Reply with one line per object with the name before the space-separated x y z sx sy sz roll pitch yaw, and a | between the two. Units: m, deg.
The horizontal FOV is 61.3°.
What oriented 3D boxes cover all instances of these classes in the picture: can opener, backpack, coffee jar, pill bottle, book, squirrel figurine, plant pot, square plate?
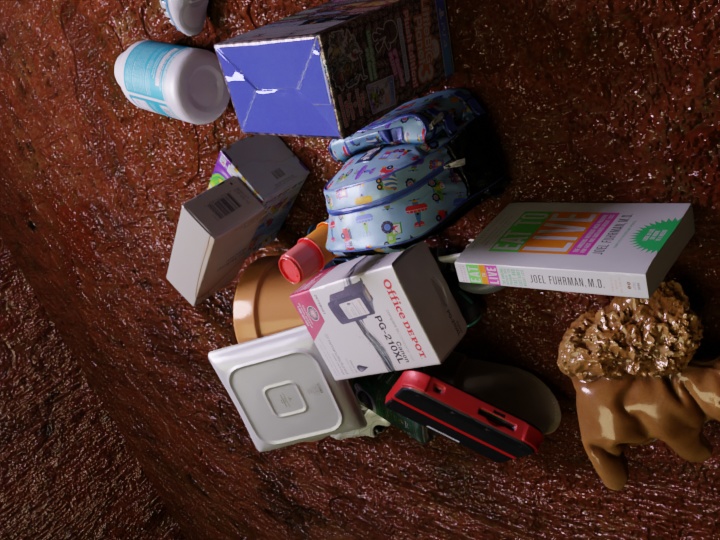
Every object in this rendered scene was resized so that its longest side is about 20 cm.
can opener | 0.107 -0.002 0.808 0.199 0.052 0.067 -4 82 51
backpack | 0.040 -0.103 0.688 0.182 0.200 0.136 -1 119 48
coffee jar | 0.047 0.197 1.015 0.199 0.085 0.105 24 142 32
pill bottle | -0.308 -0.305 0.969 0.199 0.111 0.112 23 134 33
book | 0.214 -0.022 0.622 0.199 0.133 0.048 4 122 44
squirrel figurine | 0.315 0.106 0.621 0.186 0.141 0.201 -22 105 45
plant pot | -0.088 0.069 0.988 0.139 0.200 0.202 -7 116 29
square plate | -0.113 0.190 0.938 0.196 0.029 0.201 -16 112 15

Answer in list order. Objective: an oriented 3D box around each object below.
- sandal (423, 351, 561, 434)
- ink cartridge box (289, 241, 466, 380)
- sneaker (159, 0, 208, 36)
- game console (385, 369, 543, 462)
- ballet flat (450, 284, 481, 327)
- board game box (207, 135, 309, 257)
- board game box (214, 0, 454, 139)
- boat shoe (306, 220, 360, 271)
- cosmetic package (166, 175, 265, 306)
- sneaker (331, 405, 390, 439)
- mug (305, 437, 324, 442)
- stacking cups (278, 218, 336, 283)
sandal | 0.193 0.174 0.874 0.210 0.078 0.070 20 165 34
ink cartridge box | 0.022 0.058 0.825 0.199 0.084 0.146 -18 105 42
sneaker | -0.222 -0.410 0.830 0.086 0.075 0.201 32 139 16
game console | 0.136 0.204 0.839 0.199 0.031 0.177 26 158 4
ballet flat | 0.089 0.071 0.885 0.073 0.073 0.200 54 137 -3
board game box | -0.180 -0.116 0.989 0.103 0.105 0.200 47 142 6
board game box | -0.022 -0.227 0.654 0.159 0.200 0.098 14 130 40
boat shoe | 0.000 0.000 0.930 0.068 0.084 0.200 -17 123 43
cosmetic package | -0.225 -0.041 0.927 0.073 0.103 0.200 44 143 8
sneaker | 0.002 0.289 1.155 0.081 0.075 0.200 40 142 2
mug | -0.120 0.233 1.087 0.134 0.177 0.200 56 171 -13
stacking cups | -0.029 -0.051 0.802 0.060 0.200 0.061 29 139 30
